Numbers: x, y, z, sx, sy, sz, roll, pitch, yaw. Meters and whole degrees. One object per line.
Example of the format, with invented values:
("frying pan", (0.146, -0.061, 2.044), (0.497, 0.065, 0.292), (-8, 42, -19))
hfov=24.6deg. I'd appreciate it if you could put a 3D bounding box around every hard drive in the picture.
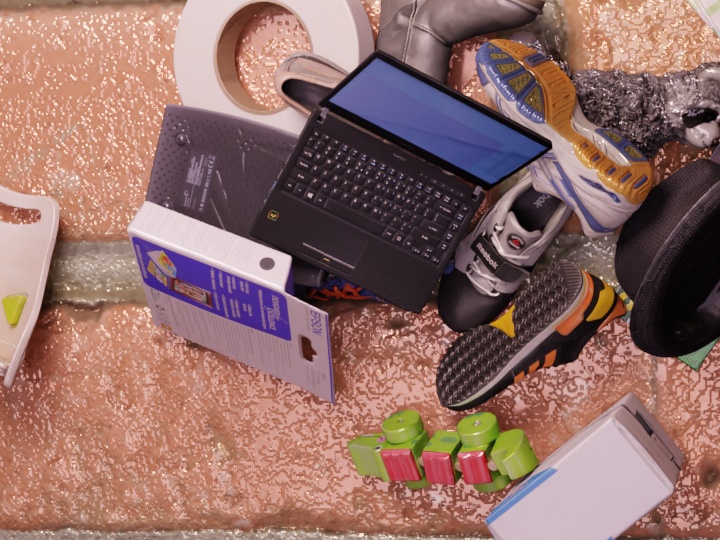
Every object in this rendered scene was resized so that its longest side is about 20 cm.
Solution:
("hard drive", (-0.102, -0.071, 1.516), (0.200, 0.042, 0.135), (18, 100, 25))

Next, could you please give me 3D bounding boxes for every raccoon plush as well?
("raccoon plush", (0.240, -0.176, 1.476), (0.134, 0.097, 0.200), (-41, 85, 4))

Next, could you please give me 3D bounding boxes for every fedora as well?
("fedora", (0.287, -0.025, 1.436), (0.092, 0.200, 0.201), (42, 103, 38))

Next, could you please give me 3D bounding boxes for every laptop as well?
("laptop", (0.032, -0.069, 1.404), (0.177, 0.103, 0.200), (26, 100, -17))

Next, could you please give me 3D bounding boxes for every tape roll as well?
("tape roll", (-0.083, -0.198, 1.542), (0.202, 0.037, 0.203), (2, 95, 26))

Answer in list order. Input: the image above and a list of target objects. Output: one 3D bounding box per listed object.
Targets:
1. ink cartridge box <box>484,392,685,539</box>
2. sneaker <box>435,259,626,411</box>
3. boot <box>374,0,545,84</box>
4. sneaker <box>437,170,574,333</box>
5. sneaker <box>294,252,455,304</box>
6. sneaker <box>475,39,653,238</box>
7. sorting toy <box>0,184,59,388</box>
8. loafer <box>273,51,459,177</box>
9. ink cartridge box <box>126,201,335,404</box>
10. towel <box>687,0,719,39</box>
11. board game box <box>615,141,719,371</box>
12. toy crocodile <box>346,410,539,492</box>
("ink cartridge box", (0.202, 0.191, 1.451), (0.146, 0.200, 0.086), (-41, 84, 11))
("sneaker", (0.158, 0.075, 1.519), (0.090, 0.070, 0.200), (25, 127, -33))
("boot", (0.069, -0.169, 1.507), (0.182, 0.073, 0.200), (14, 91, 37))
("sneaker", (0.132, -0.026, 1.509), (0.074, 0.089, 0.200), (36, 102, 6))
("sneaker", (0.000, 0.000, 1.536), (0.200, 0.075, 0.079), (-26, 74, 16))
("sneaker", (0.159, -0.111, 1.424), (0.200, 0.075, 0.088), (51, 143, 20))
("sorting toy", (-0.379, -0.006, 1.618), (0.200, 0.107, 0.180), (24, 91, 10))
("loafer", (0.013, -0.129, 1.461), (0.200, 0.063, 0.072), (25, 109, -1))
("ink cartridge box", (-0.107, 0.032, 1.510), (0.200, 0.198, 0.043), (23, 65, 12))
("towel", (0.395, -0.226, 1.471), (0.152, 0.023, 0.200), (-34, 85, 12))
("board game box", (0.320, -0.019, 1.501), (0.105, 0.023, 0.200), (36, 100, 6))
("toy crocodile", (0.074, 0.173, 1.527), (0.200, 0.062, 0.068), (-2, 116, 31))
